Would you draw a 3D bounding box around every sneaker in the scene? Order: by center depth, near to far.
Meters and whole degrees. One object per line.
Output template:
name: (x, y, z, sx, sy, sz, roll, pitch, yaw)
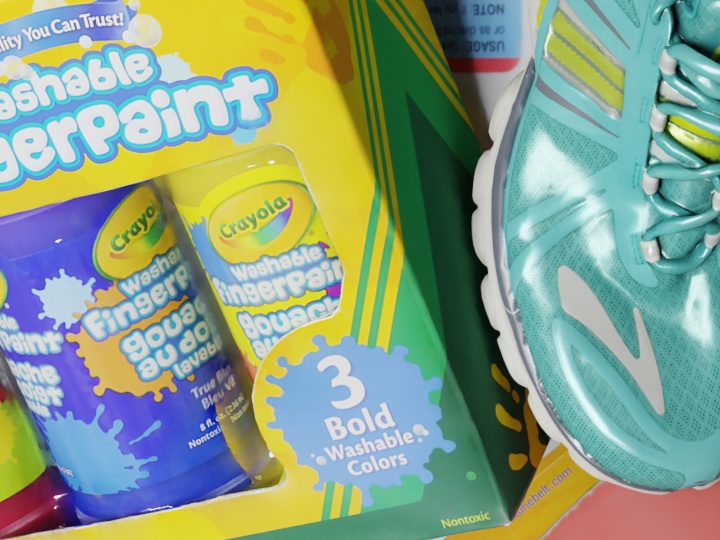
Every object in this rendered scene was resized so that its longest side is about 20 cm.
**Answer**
sneaker: (0.074, -0.044, 0.675, 0.080, 0.077, 0.200, -161, 72, -74)

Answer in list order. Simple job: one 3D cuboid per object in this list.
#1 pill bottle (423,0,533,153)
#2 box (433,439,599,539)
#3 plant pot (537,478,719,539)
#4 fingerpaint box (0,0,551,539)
pill bottle: (0.068, -0.089, 0.767, 0.109, 0.109, 0.200, 3, 96, 31)
box: (0.000, 0.000, 0.846, 0.119, 0.041, 0.200, -39, 74, -1)
plant pot: (0.133, 0.133, 0.742, 0.177, 0.200, 0.200, 51, 121, 25)
fingerpaint box: (-0.070, -0.003, 0.730, 0.200, 0.073, 0.167, -12, 112, 24)
